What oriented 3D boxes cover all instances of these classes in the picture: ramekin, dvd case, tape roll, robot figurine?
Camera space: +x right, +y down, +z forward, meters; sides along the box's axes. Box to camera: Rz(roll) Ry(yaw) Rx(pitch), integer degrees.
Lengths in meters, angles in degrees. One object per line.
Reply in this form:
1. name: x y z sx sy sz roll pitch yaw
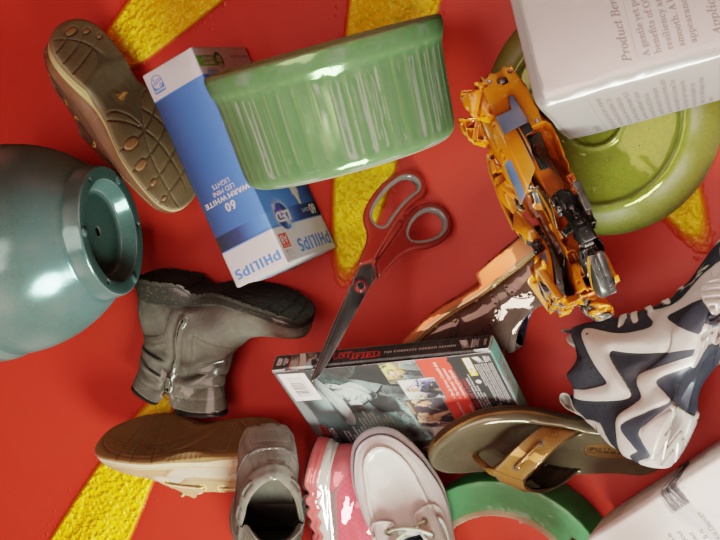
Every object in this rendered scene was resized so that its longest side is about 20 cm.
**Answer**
1. ramekin: -0.019 -0.135 1.111 0.199 0.200 0.098 -11 101 25
2. dvd case: 0.042 0.114 1.169 0.199 0.022 0.146 -8 136 24
3. tape roll: 0.130 0.274 1.191 0.199 0.048 0.202 4 99 23
4. robot figurine: 0.138 -0.050 1.056 0.058 0.145 0.201 -23 79 -1

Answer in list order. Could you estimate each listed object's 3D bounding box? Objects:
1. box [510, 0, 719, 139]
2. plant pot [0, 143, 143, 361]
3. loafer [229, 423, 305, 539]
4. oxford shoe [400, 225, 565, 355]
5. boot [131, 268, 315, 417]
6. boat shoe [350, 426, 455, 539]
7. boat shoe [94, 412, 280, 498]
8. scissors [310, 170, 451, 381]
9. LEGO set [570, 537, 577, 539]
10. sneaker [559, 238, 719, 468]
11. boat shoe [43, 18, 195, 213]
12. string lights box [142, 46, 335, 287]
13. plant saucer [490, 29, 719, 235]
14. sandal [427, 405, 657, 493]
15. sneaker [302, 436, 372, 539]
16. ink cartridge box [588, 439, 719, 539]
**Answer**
1. box: 0.195 -0.216 0.974 0.170 0.200 0.200 -14 85 13
2. plant pot: -0.282 -0.026 1.245 0.133 0.200 0.202 -9 95 18
3. loafer: -0.084 0.222 1.225 0.069 0.070 0.201 -5 133 -5
4. oxford shoe: 0.095 0.052 1.158 0.200 0.071 0.073 -43 87 23
5. boot: -0.127 0.075 1.268 0.199 0.068 0.132 9 107 30
6. boat shoe: 0.049 0.227 1.147 0.073 0.067 0.201 -25 94 5
7. boat shoe: -0.157 0.182 1.287 0.199 0.074 0.069 -1 125 25
8. scissors: 0.000 0.000 1.159 0.073 0.014 0.200 42 73 0
9. LEGO set: 0.184 0.278 1.071 0.153 0.116 0.200 35 154 -18
10. sneaker: 0.227 0.044 1.091 0.129 0.079 0.200 25 93 36
11. boat shoe: -0.224 -0.138 1.274 0.201 0.072 0.068 54 147 -2
12. string lights box: -0.105 -0.093 1.202 0.059 0.103 0.201 -26 88 24
13. plant saucer: 0.191 -0.126 1.107 0.199 0.031 0.201 4 100 22
14. sandal: 0.153 0.155 1.127 0.199 0.054 0.081 2 139 9
15. sneaker: 0.000 0.245 1.218 0.086 0.074 0.201 0 112 13
16. ink cartridge box: 0.306 0.211 1.082 0.200 0.084 0.146 -39 82 25
